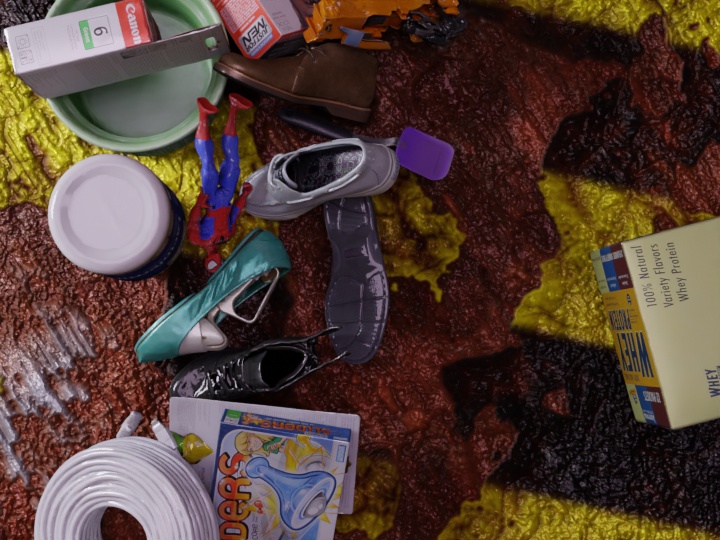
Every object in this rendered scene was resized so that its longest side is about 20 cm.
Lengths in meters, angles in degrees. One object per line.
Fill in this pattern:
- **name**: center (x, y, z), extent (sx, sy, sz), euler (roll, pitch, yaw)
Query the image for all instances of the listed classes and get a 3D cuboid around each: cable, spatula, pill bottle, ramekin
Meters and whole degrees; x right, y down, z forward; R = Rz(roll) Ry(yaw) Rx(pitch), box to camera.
- **cable**: center (-0.240, 0.273, 1.184), extent (0.200, 0.069, 0.200), euler (-45, 76, 15)
- **spatula**: center (0.004, -0.146, 1.276), extent (0.200, 0.021, 0.057), euler (15, 59, 4)
- **pill bottle**: center (-0.239, -0.048, 1.174), extent (0.116, 0.200, 0.116), euler (0, 87, -1)
- **ramekin**: center (-0.237, -0.217, 1.238), extent (0.200, 0.098, 0.200), euler (0, 86, -1)

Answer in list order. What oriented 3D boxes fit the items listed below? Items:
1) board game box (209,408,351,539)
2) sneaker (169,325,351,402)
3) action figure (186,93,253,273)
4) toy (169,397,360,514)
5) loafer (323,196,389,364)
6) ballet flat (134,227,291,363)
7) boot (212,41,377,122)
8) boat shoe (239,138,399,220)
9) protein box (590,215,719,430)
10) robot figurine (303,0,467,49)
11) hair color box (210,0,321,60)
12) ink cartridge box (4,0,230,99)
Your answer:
- **board game box**: center (-0.091, 0.251, 1.204), extent (0.135, 0.034, 0.200), euler (9, 107, -1)
- **sneaker**: center (-0.110, 0.103, 1.214), extent (0.200, 0.104, 0.060), euler (-16, 87, -3)
- **action figure**: center (-0.150, -0.084, 1.216), extent (0.065, 0.200, 0.052), euler (-18, 41, -36)
- **toy**: center (-0.103, 0.190, 1.230), extent (0.200, 0.047, 0.115), euler (4, 108, 0)
- **loafer**: center (0.000, 0.000, 1.249), extent (0.072, 0.063, 0.200), euler (-4, 89, 15)
- **ballet flat**: center (-0.151, 0.042, 1.233), extent (0.200, 0.067, 0.070), euler (-44, 74, -6)
- **boot**: center (-0.064, -0.211, 1.206), extent (0.200, 0.074, 0.075), euler (6, 109, -41)
- **boat shoe**: center (-0.058, -0.102, 1.205), extent (0.201, 0.072, 0.070), euler (-10, 71, 34)
- **protein box**: center (0.377, 0.045, 1.218), extent (0.200, 0.135, 0.199), euler (-14, 87, -3)
- **robot figurine**: center (0.019, -0.291, 1.230), extent (0.200, 0.058, 0.145), euler (-7, 61, -35)
- **hair color box**: center (-0.121, -0.328, 1.241), extent (0.064, 0.111, 0.200), euler (-34, 88, 41)
- **ink cartridge box**: center (-0.234, -0.225, 1.134), extent (0.200, 0.109, 0.050), euler (-15, 87, -3)
